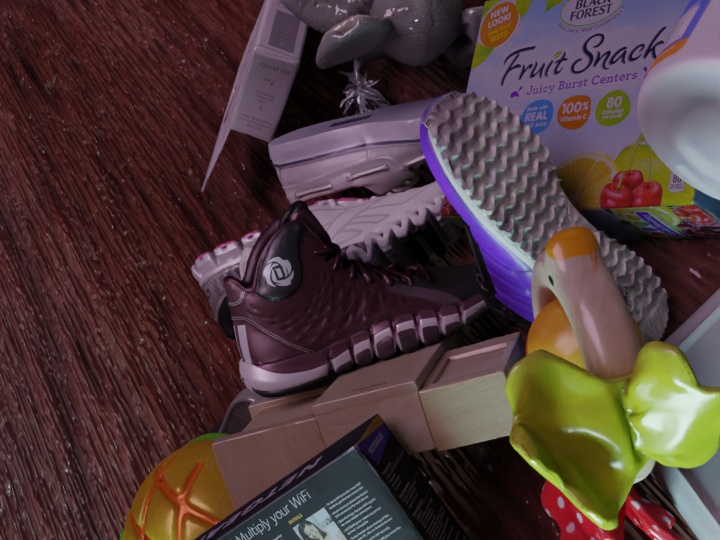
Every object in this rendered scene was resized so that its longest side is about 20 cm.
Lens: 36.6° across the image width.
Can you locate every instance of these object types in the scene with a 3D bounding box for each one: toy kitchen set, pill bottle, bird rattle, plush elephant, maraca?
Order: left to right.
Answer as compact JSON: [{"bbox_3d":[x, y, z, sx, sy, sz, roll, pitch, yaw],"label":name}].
[{"bbox_3d":[-0.128,0.207,0.808,0.200,0.106,0.138,-48,47,31],"label":"maraca"},{"bbox_3d":[0.025,-0.219,0.860,0.154,0.163,0.203,9,108,61],"label":"plush elephant"},{"bbox_3d":[0.041,0.143,0.748,0.198,0.163,0.183,-16,99,19],"label":"toy kitchen set"},{"bbox_3d":[0.133,0.067,0.579,0.111,0.200,0.165,-16,67,6],"label":"bird rattle"},{"bbox_3d":[0.241,-0.142,0.595,0.111,0.112,0.201,8,56,48],"label":"pill bottle"}]

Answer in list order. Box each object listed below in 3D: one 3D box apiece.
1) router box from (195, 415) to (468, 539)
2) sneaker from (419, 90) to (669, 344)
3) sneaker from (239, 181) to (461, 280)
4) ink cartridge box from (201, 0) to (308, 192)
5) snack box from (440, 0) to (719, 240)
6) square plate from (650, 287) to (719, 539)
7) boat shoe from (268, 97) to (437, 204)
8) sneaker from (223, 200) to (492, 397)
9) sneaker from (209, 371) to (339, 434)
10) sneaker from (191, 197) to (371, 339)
[{"bbox_3d":[-0.023,0.209,0.659,0.199,0.052,0.158,-36,92,21],"label":"router box"},{"bbox_3d":[0.093,-0.017,0.683,0.070,0.200,0.099,-49,12,-29],"label":"sneaker"},{"bbox_3d":[-0.002,-0.026,0.816,0.198,0.075,0.082,-29,63,1],"label":"sneaker"},{"bbox_3d":[-0.087,-0.191,1.006,0.177,0.044,0.202,118,165,-45],"label":"ink cartridge box"},{"bbox_3d":[0.160,-0.109,0.729,0.198,0.067,0.171,1,74,46],"label":"snack box"},{"bbox_3d":[0.243,0.074,0.589,0.200,0.028,0.199,-50,43,20],"label":"square plate"},{"bbox_3d":[0.018,-0.091,0.874,0.197,0.072,0.067,-9,108,23],"label":"boat shoe"},{"bbox_3d":[0.000,0.000,0.737,0.076,0.198,0.117,-169,60,-75],"label":"sneaker"},{"bbox_3d":[-0.072,0.131,0.882,0.106,0.075,0.200,-45,-5,-42],"label":"sneaker"},{"bbox_3d":[-0.050,0.003,0.905,0.198,0.073,0.089,-22,77,26],"label":"sneaker"}]
